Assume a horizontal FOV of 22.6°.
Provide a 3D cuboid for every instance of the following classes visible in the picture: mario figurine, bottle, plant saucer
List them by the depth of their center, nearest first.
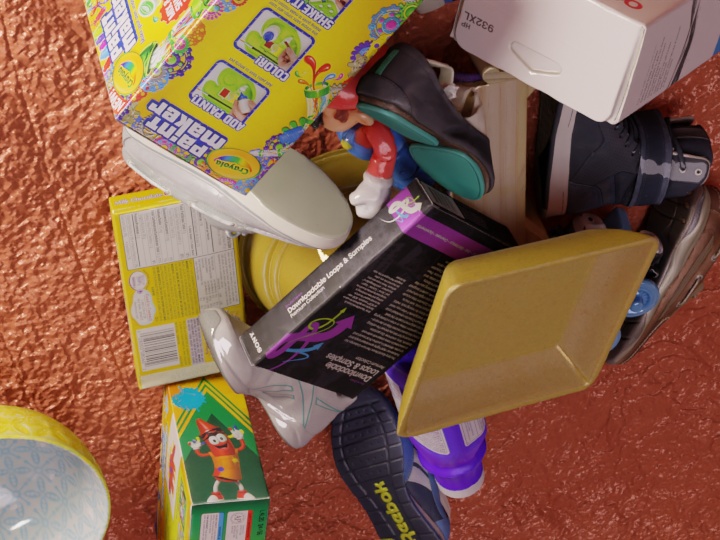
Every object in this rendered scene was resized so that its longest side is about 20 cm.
[{"bbox_3d":[-0.014,-0.118,1.403,0.106,0.123,0.200,-52,145,-8],"label":"mario figurine"},{"bbox_3d":[0.126,0.042,1.485,0.199,0.049,0.201,-13,144,-25],"label":"plant saucer"},{"bbox_3d":[0.074,0.131,1.631,0.065,0.083,0.201,-38,139,-17],"label":"bottle"}]

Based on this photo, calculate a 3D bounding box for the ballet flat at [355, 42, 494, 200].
[{"bbox_3d":[0.060,-0.115,1.347,0.073,0.073,0.200,-35,151,11],"label":"ballet flat"}]

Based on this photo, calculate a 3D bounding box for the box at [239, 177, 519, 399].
[{"bbox_3d":[0.017,0.019,1.448,0.200,0.036,0.143,-42,146,17],"label":"box"}]

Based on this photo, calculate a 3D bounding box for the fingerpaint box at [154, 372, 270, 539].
[{"bbox_3d":[-0.134,0.217,1.608,0.073,0.167,0.201,-3,128,-14],"label":"fingerpaint box"}]

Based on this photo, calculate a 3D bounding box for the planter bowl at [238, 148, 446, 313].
[{"bbox_3d":[0.000,0.000,1.531,0.199,0.084,0.201,-9,130,-11],"label":"planter bowl"}]

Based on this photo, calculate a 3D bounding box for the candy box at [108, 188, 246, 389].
[{"bbox_3d":[-0.151,0.013,1.528,0.101,0.026,0.201,-13,131,-13],"label":"candy box"}]

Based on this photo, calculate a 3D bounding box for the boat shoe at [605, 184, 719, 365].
[{"bbox_3d":[0.280,0.008,1.641,0.071,0.076,0.201,10,126,-28],"label":"boat shoe"}]

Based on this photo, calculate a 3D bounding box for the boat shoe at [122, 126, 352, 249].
[{"bbox_3d":[-0.099,-0.067,1.411,0.200,0.070,0.072,31,138,7],"label":"boat shoe"}]

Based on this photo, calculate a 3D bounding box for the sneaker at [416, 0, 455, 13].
[{"bbox_3d":[0.063,-0.286,1.320,0.111,0.077,0.201,-22,133,3],"label":"sneaker"}]

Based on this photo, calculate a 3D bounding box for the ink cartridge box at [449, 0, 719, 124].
[{"bbox_3d":[0.183,-0.202,1.325,0.200,0.145,0.084,-34,147,-46],"label":"ink cartridge box"}]

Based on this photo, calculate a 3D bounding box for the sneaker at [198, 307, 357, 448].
[{"bbox_3d":[-0.072,0.078,1.553,0.080,0.071,0.200,-33,141,8],"label":"sneaker"}]

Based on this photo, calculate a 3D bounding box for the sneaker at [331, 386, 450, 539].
[{"bbox_3d":[0.031,0.186,1.710,0.073,0.082,0.201,-10,117,24],"label":"sneaker"}]

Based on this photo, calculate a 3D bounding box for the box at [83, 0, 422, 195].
[{"bbox_3d":[-0.083,-0.199,1.260,0.122,0.201,0.193,29,114,-35],"label":"box"}]

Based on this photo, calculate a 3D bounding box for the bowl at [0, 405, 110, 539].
[{"bbox_3d":[-0.320,0.181,1.554,0.199,0.108,0.201,-9,130,-11],"label":"bowl"}]

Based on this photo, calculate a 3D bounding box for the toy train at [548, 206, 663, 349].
[{"bbox_3d":[0.177,0.026,1.602,0.114,0.087,0.200,23,127,-29],"label":"toy train"}]

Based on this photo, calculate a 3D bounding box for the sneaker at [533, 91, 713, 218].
[{"bbox_3d":[0.222,-0.129,1.494,0.145,0.077,0.203,-3,140,-2],"label":"sneaker"}]

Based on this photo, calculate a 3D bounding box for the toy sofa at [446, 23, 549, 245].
[{"bbox_3d":[0.104,-0.103,1.478,0.097,0.083,0.201,-10,129,-8],"label":"toy sofa"}]
